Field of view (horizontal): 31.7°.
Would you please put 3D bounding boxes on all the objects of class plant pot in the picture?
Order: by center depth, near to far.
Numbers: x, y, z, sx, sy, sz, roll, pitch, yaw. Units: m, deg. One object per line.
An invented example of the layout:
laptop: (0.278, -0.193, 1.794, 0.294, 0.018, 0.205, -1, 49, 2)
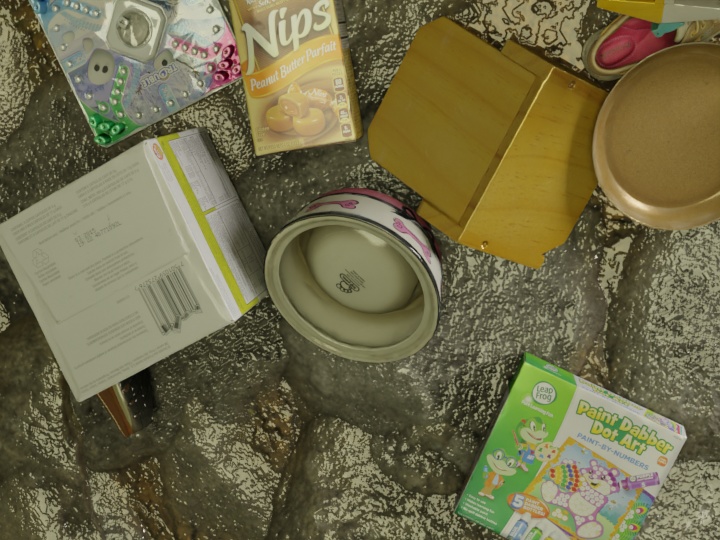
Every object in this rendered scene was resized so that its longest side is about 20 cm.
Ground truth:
plant pot: (0.332, -0.139, 1.305, 0.196, 0.028, 0.203, -2, 116, -4)

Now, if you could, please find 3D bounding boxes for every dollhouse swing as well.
dollhouse swing: (0.140, -0.144, 1.356, 0.180, 0.176, 0.202, 16, 109, -38)

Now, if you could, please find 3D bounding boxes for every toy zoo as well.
toy zoo: (0.292, -0.303, 1.178, 0.129, 0.021, 0.202, 6, 136, 5)

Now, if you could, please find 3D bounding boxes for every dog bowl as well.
dog bowl: (0.000, 0.000, 1.354, 0.197, 0.074, 0.202, 12, 133, 13)

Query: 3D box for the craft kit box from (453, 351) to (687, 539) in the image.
craft kit box: (0.231, 0.223, 1.417, 0.197, 0.049, 0.200, 24, 102, 3)

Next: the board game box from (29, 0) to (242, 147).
board game box: (-0.249, -0.266, 1.397, 0.198, 0.026, 0.202, -24, 97, 13)

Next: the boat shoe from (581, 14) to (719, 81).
boat shoe: (0.317, -0.251, 1.285, 0.198, 0.069, 0.074, -32, 96, 14)

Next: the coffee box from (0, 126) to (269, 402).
coffee box: (-0.231, -0.015, 1.359, 0.197, 0.198, 0.202, -26, 95, 14)

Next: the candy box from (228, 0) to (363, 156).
candy box: (-0.070, -0.233, 1.359, 0.113, 0.055, 0.204, -8, 101, 11)

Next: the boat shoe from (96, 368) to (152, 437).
boat shoe: (-0.305, 0.097, 1.466, 0.073, 0.076, 0.203, -23, 90, 18)
